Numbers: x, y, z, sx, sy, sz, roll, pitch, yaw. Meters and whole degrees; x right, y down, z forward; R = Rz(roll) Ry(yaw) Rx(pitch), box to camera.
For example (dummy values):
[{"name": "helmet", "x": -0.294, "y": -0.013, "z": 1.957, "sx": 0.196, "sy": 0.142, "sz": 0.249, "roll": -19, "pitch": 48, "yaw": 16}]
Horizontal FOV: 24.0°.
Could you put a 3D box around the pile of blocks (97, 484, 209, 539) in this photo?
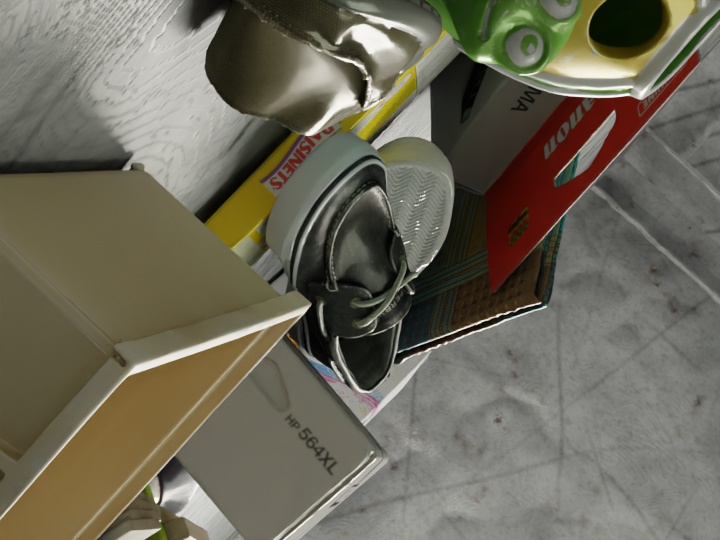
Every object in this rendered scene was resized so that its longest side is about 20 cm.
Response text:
[{"name": "pile of blocks", "x": -0.151, "y": 0.114, "z": 0.811, "sx": 0.082, "sy": 0.062, "sz": 0.200, "roll": -33, "pitch": 157, "yaw": 26}]

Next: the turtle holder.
[{"name": "turtle holder", "x": 0.087, "y": -0.138, "z": 0.672, "sx": 0.141, "sy": 0.132, "sz": 0.186, "roll": -47, "pitch": 174, "yaw": 6}]

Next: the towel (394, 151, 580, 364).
[{"name": "towel", "x": 0.081, "y": -0.045, "z": 1.039, "sx": 0.147, "sy": 0.022, "sz": 0.200, "roll": -25, "pitch": -138, "yaw": 48}]

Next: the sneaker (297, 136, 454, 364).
[{"name": "sneaker", "x": 0.008, "y": -0.041, "z": 1.009, "sx": 0.200, "sy": 0.074, "sz": 0.116, "roll": 118, "pitch": -14, "yaw": -52}]

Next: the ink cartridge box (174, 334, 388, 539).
[{"name": "ink cartridge box", "x": -0.062, "y": 0.077, "z": 0.954, "sx": 0.084, "sy": 0.146, "sz": 0.200, "roll": -41, "pitch": 172, "yaw": -2}]

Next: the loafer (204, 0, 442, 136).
[{"name": "loafer", "x": -0.017, "y": -0.079, "z": 0.613, "sx": 0.070, "sy": 0.075, "sz": 0.200, "roll": -51, "pitch": 173, "yaw": 2}]

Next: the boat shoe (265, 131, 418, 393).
[{"name": "boat shoe", "x": 0.000, "y": 0.000, "z": 0.893, "sx": 0.072, "sy": 0.071, "sz": 0.200, "roll": -41, "pitch": 159, "yaw": -17}]

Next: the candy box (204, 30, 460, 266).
[{"name": "candy box", "x": -0.005, "y": -0.080, "z": 0.897, "sx": 0.200, "sy": 0.026, "sz": 0.102, "roll": -46, "pitch": 178, "yaw": -3}]

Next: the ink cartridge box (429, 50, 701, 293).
[{"name": "ink cartridge box", "x": 0.106, "y": -0.113, "z": 0.959, "sx": 0.200, "sy": 0.044, "sz": 0.174, "roll": -51, "pitch": -156, "yaw": 38}]

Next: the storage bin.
[{"name": "storage bin", "x": -0.139, "y": 0.061, "z": 0.606, "sx": 0.199, "sy": 0.094, "sz": 0.200, "roll": -48, "pitch": 174, "yaw": 12}]

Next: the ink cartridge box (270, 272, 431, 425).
[{"name": "ink cartridge box", "x": -0.035, "y": 0.065, "z": 1.188, "sx": 0.200, "sy": 0.115, "sz": 0.068, "roll": -43, "pitch": 173, "yaw": -36}]

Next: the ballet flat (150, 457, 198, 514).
[{"name": "ballet flat", "x": -0.161, "y": 0.154, "z": 1.150, "sx": 0.073, "sy": 0.073, "sz": 0.200, "roll": -40, "pitch": 173, "yaw": -43}]
